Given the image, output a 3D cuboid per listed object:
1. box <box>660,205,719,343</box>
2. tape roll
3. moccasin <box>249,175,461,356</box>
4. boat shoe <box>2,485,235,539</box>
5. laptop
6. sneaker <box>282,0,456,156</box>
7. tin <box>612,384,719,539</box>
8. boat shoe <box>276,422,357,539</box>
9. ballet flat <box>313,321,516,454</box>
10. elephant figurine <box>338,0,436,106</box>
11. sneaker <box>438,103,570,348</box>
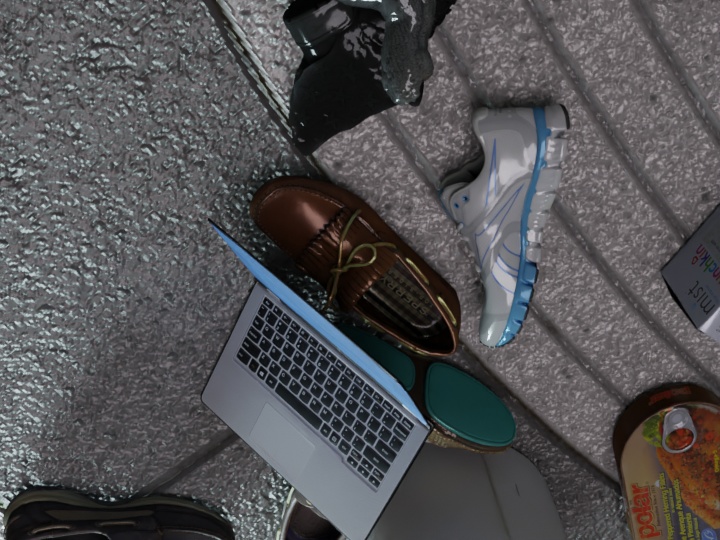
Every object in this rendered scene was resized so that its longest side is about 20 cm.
[{"bbox_3d":[0.379,0.007,0.961,0.199,0.097,0.177,28,113,-22],"label":"box"},{"bbox_3d":[0.086,0.265,1.045,0.201,0.139,0.204,-3,119,-6],"label":"tape roll"},{"bbox_3d":[-0.001,0.001,0.917,0.074,0.078,0.201,-39,117,15],"label":"moccasin"},{"bbox_3d":[-0.206,0.239,1.028,0.198,0.073,0.075,7,119,-11],"label":"boat shoe"},{"bbox_3d":[-0.052,0.089,0.886,0.187,0.116,0.201,39,117,22],"label":"laptop"},{"bbox_3d":[0.025,-0.163,0.841,0.199,0.060,0.105,-23,119,12],"label":"sneaker"},{"bbox_3d":[0.289,0.190,1.088,0.111,0.042,0.201,-17,120,-2],"label":"tin"},{"bbox_3d":[-0.024,0.184,0.999,0.071,0.060,0.201,20,133,-7],"label":"boat shoe"},{"bbox_3d":[0.037,0.103,0.999,0.199,0.071,0.065,31,138,-19],"label":"ballet flat"},{"bbox_3d":[-0.004,-0.234,0.745,0.141,0.155,0.201,17,109,-38],"label":"elephant figurine"},{"bbox_3d":[0.100,-0.036,0.923,0.086,0.075,0.202,7,114,0],"label":"sneaker"}]
